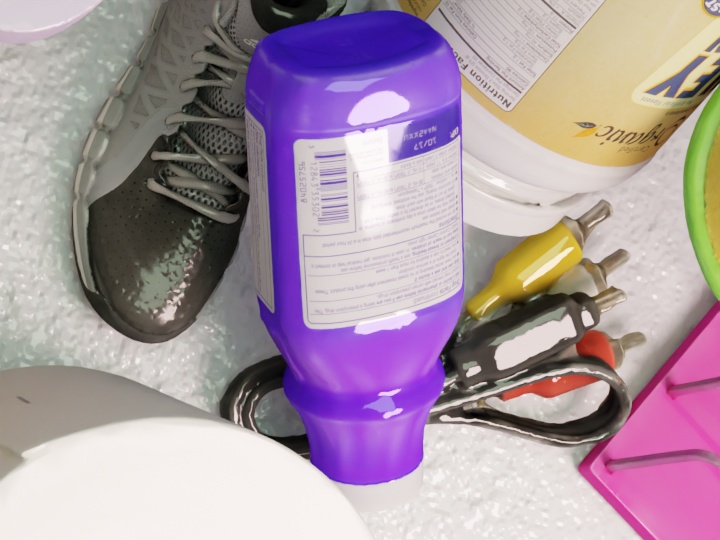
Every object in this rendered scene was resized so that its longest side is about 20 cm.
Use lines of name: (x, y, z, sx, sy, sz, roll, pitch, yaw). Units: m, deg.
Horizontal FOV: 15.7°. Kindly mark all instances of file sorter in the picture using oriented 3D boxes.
file sorter: (0.227, 0.060, 1.142, 0.139, 0.125, 0.200, 46, 71, -10)

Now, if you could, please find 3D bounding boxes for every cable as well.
cable: (0.038, 0.048, 1.130, 0.199, 0.050, 0.097, -22, 109, -10)

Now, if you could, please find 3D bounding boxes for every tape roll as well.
tape roll: (-0.101, 0.143, 0.982, 0.202, 0.139, 0.203, -3, 96, -24)

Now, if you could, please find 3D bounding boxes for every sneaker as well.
sneaker: (-0.058, -0.072, 1.054, 0.075, 0.115, 0.201, 18, 77, -18)

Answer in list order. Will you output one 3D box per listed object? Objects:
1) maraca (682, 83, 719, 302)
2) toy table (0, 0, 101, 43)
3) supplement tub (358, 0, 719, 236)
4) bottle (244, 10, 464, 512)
maraca: (0.218, -0.044, 1.050, 0.199, 0.107, 0.138, -21, 103, -18)
toy table: (-0.148, -0.182, 1.033, 0.183, 0.117, 0.201, 17, 78, -18)
supplement tub: (0.093, -0.123, 1.057, 0.144, 0.200, 0.145, 25, 37, -21)
bottle: (0.000, 0.000, 1.032, 0.083, 0.065, 0.201, -14, 120, -20)
